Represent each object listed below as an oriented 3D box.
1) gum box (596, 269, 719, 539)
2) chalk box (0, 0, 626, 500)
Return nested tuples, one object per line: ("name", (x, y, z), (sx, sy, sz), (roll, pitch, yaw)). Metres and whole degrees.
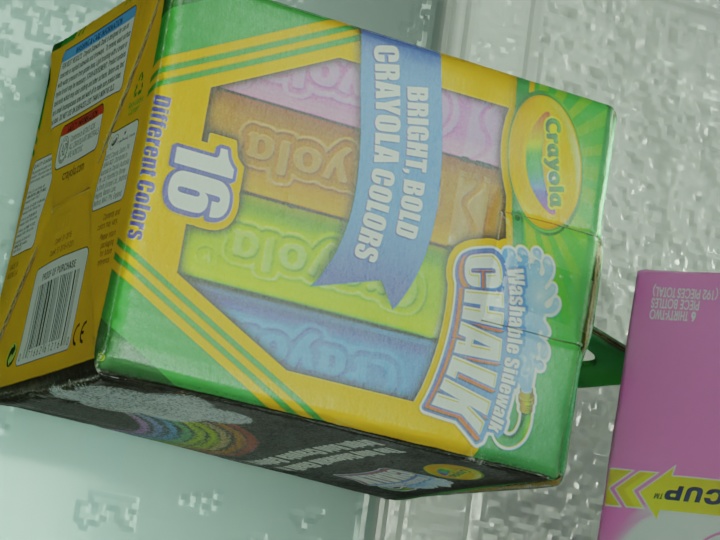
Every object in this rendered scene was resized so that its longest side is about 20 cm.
("gum box", (0.148, 0.080, 0.824), (0.200, 0.066, 0.114), (29, 68, -58))
("chalk box", (0.000, 0.000, 0.786), (0.199, 0.124, 0.125), (15, 77, -23))
